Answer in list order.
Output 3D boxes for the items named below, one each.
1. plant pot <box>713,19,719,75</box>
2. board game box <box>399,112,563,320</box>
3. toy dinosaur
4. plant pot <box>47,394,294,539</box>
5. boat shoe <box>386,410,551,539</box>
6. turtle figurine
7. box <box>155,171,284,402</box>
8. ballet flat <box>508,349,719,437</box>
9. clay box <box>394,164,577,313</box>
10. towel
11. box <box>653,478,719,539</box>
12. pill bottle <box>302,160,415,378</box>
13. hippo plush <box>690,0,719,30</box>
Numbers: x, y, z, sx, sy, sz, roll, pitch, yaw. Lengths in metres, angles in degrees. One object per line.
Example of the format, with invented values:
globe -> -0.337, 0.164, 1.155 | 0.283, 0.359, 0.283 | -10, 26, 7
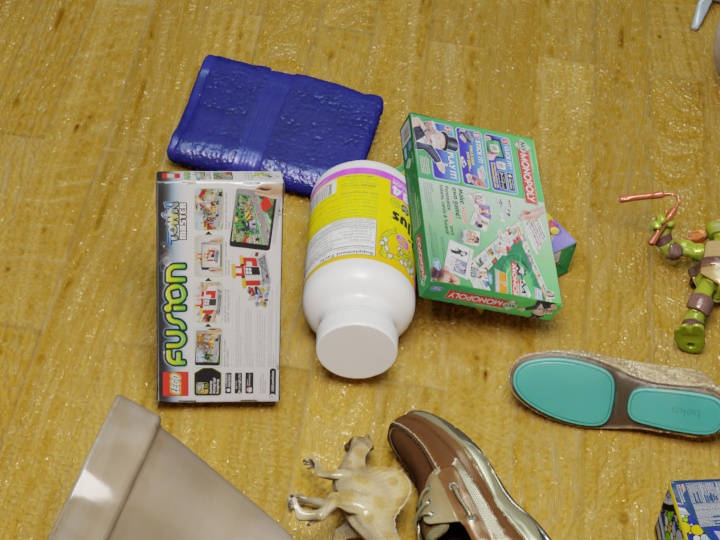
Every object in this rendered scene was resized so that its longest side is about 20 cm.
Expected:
plant pot -> 0.476, -0.229, 1.768 | 0.199, 0.201, 0.173 | -31, 39, -31
board game box -> 0.111, -0.052, 1.565 | 0.134, 0.029, 0.201 | 11, 50, -20
toy dinosaur -> -0.003, 0.197, 1.370 | 0.100, 0.058, 0.200 | -17, 41, -8
plant pot -> -0.151, 0.221, 1.271 | 0.173, 0.200, 0.201 | 27, 46, -5
boat shoe -> 0.081, 0.198, 1.380 | 0.074, 0.076, 0.200 | -27, 54, -25
turtle figurine -> 0.334, 0.004, 1.603 | 0.199, 0.065, 0.162 | 16, 53, -4
box -> -0.122, 0.015, 1.449 | 0.109, 0.201, 0.035 | 1, 18, -6
ballet flat -> 0.231, 0.107, 1.504 | 0.199, 0.071, 0.065 | 13, 19, 2
clay box -> 0.104, -0.056, 1.644 | 0.114, 0.048, 0.200 | -24, 55, -28
towel -> -0.085, -0.140, 1.708 | 0.199, 0.050, 0.148 | 14, 53, 6
box -> 0.294, 0.267, 1.340 | 0.064, 0.070, 0.201 | -2, 47, -7
pill bottle -> 0.000, 0.000, 1.539 | 0.103, 0.105, 0.201 | 5, 46, -2
hippo plush -> 0.451, -0.402, 1.939 | 0.199, 0.161, 0.160 | -12, 49, -18
